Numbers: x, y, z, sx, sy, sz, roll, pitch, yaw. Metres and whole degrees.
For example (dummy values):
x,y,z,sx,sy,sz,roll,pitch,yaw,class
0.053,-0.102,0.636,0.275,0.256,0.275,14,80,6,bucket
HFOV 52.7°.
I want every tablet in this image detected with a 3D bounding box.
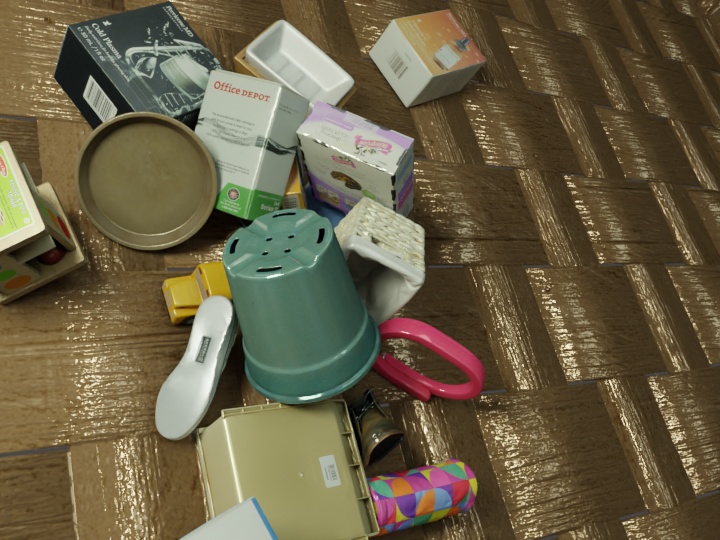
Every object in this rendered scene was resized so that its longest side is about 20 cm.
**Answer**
x,y,z,sx,sy,sz,roll,pitch,yaw,class
-0.030,-0.138,1.328,0.130,0.014,0.200,39,49,-8,tablet

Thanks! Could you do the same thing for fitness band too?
x,y,z,sx,sy,sz,roll,pitch,yaw,class
0.103,0.146,1.154,0.199,0.144,0.038,32,48,-13,fitness band

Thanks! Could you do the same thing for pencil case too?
x,y,z,sx,sy,sz,roll,pitch,yaw,class
0.079,0.332,1.068,0.199,0.088,0.089,1,62,-36,pencil case

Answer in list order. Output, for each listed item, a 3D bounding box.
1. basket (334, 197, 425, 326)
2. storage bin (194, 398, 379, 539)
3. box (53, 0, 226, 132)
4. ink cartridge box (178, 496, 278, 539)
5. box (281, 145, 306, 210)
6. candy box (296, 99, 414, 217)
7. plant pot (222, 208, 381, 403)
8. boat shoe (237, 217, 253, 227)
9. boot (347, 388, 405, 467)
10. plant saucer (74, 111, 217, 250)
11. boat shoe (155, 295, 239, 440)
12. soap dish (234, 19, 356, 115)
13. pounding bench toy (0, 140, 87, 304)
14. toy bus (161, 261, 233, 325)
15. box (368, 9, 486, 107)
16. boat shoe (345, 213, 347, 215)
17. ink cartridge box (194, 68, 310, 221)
x,y,z,sx,sy,sz,roll,pitch,yaw,class
0.000,0.000,1.146,0.135,0.200,0.124,27,45,-17,basket
-0.097,0.284,0.974,0.197,0.094,0.201,0,63,-34,storage bin
-0.335,-0.295,1.153,0.200,0.124,0.196,51,46,4,box
-0.175,0.369,0.798,0.144,0.200,0.148,-23,76,-42,ink cartridge box
-0.119,-0.174,1.219,0.041,0.119,0.201,-10,60,-1,box
-0.002,-0.158,1.150,0.167,0.200,0.072,26,71,14,candy box
-0.088,0.038,0.977,0.198,0.197,0.201,-9,37,7,plant pot
-0.185,-0.154,1.199,0.084,0.069,0.201,-11,70,-37,boat shoe
0.009,0.221,1.041,0.075,0.200,0.097,-39,75,-5,boot
-0.307,-0.129,1.051,0.199,0.201,0.029,27,12,-17,plant saucer
-0.216,0.136,0.998,0.070,0.070,0.201,12,73,13,boat shoe
-0.123,-0.355,1.355,0.200,0.081,0.158,39,49,-7,soap dish
-0.457,-0.083,0.911,0.124,0.156,0.201,-27,77,-8,pounding bench toy
-0.187,0.026,1.081,0.199,0.078,0.065,-7,67,-36,toy bus
0.147,-0.464,1.582,0.199,0.106,0.153,-28,79,-41,box
-0.010,-0.148,1.294,0.073,0.065,0.201,-30,82,-41,boat shoe
-0.177,-0.188,1.106,0.146,0.202,0.083,21,7,29,ink cartridge box
